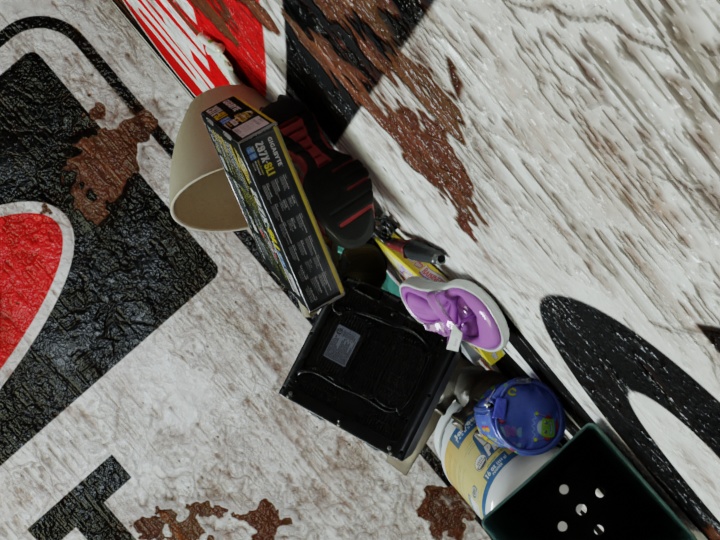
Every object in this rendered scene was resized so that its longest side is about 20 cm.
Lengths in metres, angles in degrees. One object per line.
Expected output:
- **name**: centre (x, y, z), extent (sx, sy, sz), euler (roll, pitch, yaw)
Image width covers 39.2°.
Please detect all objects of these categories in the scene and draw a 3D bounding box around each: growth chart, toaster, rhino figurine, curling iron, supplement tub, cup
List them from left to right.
- **cup**: centre (-0.166, -0.159, 1.344), extent (0.200, 0.198, 0.145), euler (60, -165, -70)
- **growth chart**: centre (-0.167, -0.258, 1.448), extent (0.200, 0.018, 0.145), euler (52, 176, -34)
- **toaster**: centre (0.020, 0.114, 1.268), extent (0.179, 0.202, 0.119), euler (26, 175, 13)
- **curling iron**: centre (0.048, -0.030, 1.097), extent (0.050, 0.026, 0.200), euler (48, 177, -22)
- **rhino figurine**: centre (0.141, 0.164, 1.349), extent (0.060, 0.088, 0.200), euler (40, 171, -14)
- **supplement tub**: centre (0.195, 0.264, 1.366), extent (0.145, 0.144, 0.200), euler (51, 175, -29)

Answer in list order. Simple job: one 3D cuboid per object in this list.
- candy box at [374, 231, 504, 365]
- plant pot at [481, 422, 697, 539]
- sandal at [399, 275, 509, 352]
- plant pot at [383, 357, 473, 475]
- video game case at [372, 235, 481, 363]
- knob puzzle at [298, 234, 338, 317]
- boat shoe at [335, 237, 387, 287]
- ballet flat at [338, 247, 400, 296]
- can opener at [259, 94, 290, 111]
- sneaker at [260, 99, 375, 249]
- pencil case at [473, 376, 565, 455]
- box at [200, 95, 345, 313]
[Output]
- **candy box**: centre (0.090, 0.027, 1.182), extent (0.103, 0.026, 0.200), euler (56, 173, -35)
- **plant pot**: centre (0.225, 0.250, 1.010), extent (0.142, 0.141, 0.200), euler (49, -176, 13)
- **sandal**: centre (0.088, 0.052, 1.036), extent (0.083, 0.050, 0.202), euler (58, 164, -14)
- **plant pot**: centre (0.052, 0.185, 1.558), extent (0.173, 0.201, 0.200), euler (31, 174, 8)
- **video game case**: centre (0.081, 0.030, 1.375), extent (0.200, 0.018, 0.143), euler (47, 175, 38)
- **knob puzzle**: centre (-0.067, -0.040, 1.272), extent (0.219, 0.030, 0.223), euler (1, -90, -76)
- **boat shoe**: centre (0.000, 0.000, 1.364), extent (0.201, 0.072, 0.066), euler (93, 178, -63)
- **ballet flat**: centre (0.027, 0.023, 1.535), extent (0.200, 0.070, 0.067), euler (48, 174, 24)
- **can opener**: centre (-0.052, -0.113, 1.182), extent (0.200, 0.063, 0.079), euler (51, 177, -16)
- **sneaker**: centre (-0.041, -0.094, 1.085), extent (0.201, 0.073, 0.087), euler (57, 166, 28)
- **pencil case**: centre (0.172, 0.161, 1.125), extent (0.086, 0.079, 0.200), euler (20, 173, 4)
- **box**: centre (-0.095, -0.073, 1.069), extent (0.160, 0.049, 0.202), euler (37, 152, 61)
